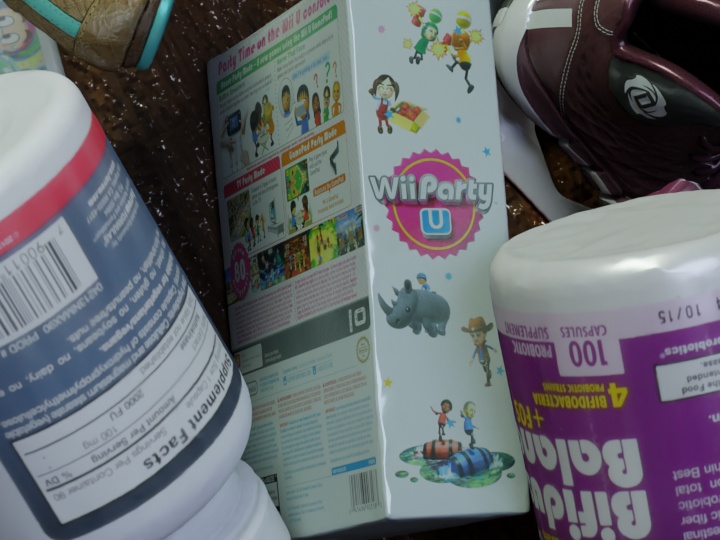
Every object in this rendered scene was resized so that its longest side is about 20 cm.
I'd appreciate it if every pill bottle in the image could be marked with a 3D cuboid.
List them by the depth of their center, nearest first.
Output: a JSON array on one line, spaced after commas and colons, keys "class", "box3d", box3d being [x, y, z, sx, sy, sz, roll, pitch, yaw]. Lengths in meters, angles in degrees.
[{"class": "pill bottle", "box3d": [0.116, 0.080, 0.915, 0.112, 0.112, 0.200, -17, 101, -26]}, {"class": "pill bottle", "box3d": [-0.108, 0.041, 0.937, 0.120, 0.119, 0.200, -40, 117, -25]}]

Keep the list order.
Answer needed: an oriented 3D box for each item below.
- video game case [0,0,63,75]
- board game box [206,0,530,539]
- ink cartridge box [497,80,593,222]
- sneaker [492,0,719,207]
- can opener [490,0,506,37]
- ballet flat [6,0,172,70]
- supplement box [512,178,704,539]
[{"class": "video game case", "box3d": [-0.211, -0.108, 0.976, 0.182, 0.024, 0.200, -14, 86, -27]}, {"class": "board game box", "box3d": [0.000, 0.000, 0.994, 0.064, 0.147, 0.201, -2, 82, -24]}, {"class": "ink cartridge box", "box3d": [0.136, -0.089, 1.132, 0.176, 0.045, 0.200, -44, 101, 1]}, {"class": "sneaker", "box3d": [0.146, -0.043, 1.041, 0.200, 0.115, 0.076, 42, 70, -23]}, {"class": "can opener", "box3d": [0.015, -0.184, 1.078, 0.066, 0.053, 0.200, -2, 77, -56]}, {"class": "ballet flat", "box3d": [-0.094, -0.143, 0.974, 0.072, 0.068, 0.200, 21, 36, -8]}, {"class": "supplement box", "box3d": [0.134, 0.078, 1.051, 0.200, 0.131, 0.103, 49, 67, -8]}]
